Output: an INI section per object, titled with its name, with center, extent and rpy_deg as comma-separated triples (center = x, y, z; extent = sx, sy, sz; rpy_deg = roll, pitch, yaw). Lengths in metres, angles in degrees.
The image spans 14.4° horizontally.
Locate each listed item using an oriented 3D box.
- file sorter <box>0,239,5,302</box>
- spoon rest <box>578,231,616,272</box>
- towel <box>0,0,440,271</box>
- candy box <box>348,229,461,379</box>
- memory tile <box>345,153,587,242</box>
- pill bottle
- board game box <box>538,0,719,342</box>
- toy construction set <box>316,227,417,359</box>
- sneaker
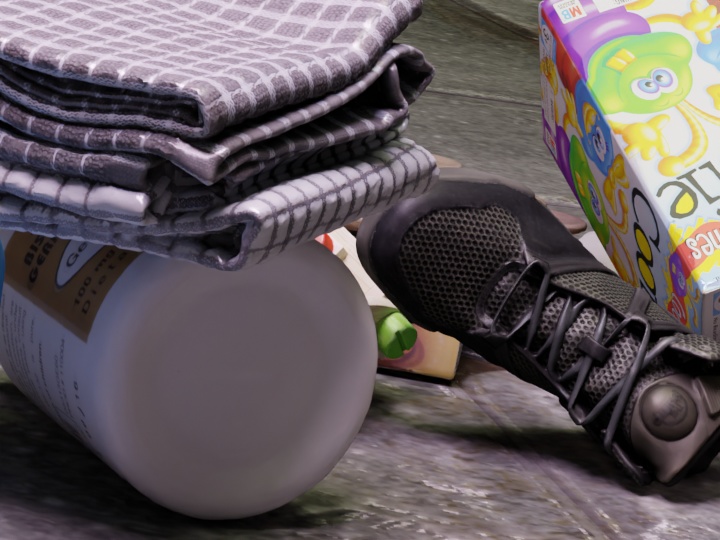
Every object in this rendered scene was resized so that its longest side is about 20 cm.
[file sorter]
center = -0.233, 0.017, 0.962
extent = 0.200, 0.123, 0.139
rpy_deg = 19, 14, 41
[spoon rest]
center = 0.165, 0.005, 1.515
extent = 0.099, 0.061, 0.200
rpy_deg = 6, -9, -22
[towel]
center = -0.087, -0.067, 1.037
extent = 0.200, 0.086, 0.166
rpy_deg = 11, 18, 26
[candy box]
center = 0.000, 0.000, 1.425
extent = 0.117, 0.057, 0.200
rpy_deg = 10, 10, 3
[memory tile]
center = 0.015, -0.041, 1.465
extent = 0.153, 0.017, 0.200
rpy_deg = 4, 11, -24
[pill bottle]
center = -0.085, 0.015, 1.119
extent = 0.114, 0.115, 0.200
rpy_deg = 4, 12, -28
[board game box]
center = 0.169, -0.043, 1.363
extent = 0.103, 0.105, 0.200
rpy_deg = -18, 50, -9
[toy construction set]
center = -0.038, -0.017, 1.252
extent = 0.200, 0.092, 0.131
rpy_deg = 62, 5, 32
[sneaker]
center = 0.092, 0.026, 1.210
extent = 0.199, 0.076, 0.114
rpy_deg = 36, 0, -30
